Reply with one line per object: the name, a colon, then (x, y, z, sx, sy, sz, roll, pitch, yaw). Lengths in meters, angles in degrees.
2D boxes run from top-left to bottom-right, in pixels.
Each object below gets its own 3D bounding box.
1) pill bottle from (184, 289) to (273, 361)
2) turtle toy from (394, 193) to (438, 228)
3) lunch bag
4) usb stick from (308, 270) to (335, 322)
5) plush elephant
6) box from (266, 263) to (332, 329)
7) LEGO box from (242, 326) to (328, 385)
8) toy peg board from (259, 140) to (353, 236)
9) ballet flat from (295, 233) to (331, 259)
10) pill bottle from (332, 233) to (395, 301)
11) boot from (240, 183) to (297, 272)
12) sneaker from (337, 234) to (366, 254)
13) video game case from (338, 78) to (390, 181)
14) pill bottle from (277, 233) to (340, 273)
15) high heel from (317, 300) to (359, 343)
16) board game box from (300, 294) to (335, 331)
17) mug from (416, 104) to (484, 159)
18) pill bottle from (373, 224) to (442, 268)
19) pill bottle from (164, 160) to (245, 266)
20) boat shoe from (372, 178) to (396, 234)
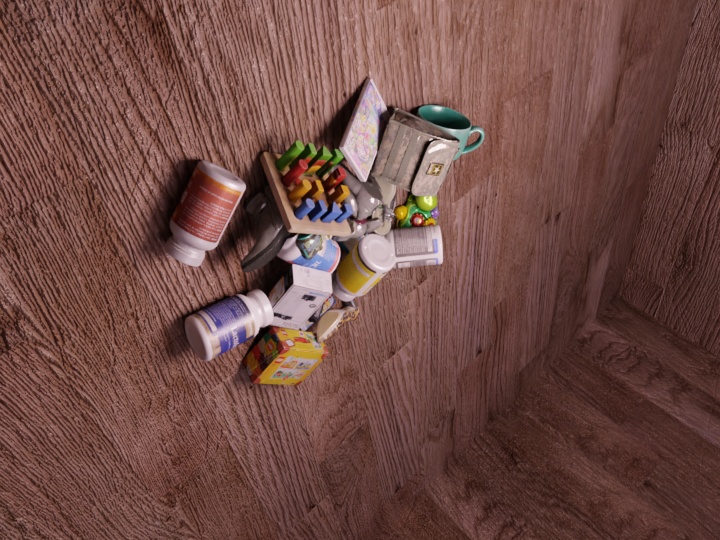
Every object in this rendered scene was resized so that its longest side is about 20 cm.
pill bottle: (-0.319, 0.128, 1.576, 0.198, 0.115, 0.118, -27, 138, -33)
turtle toy: (0.179, -0.165, 1.927, 0.144, 0.101, 0.203, -28, 138, -32)
lunch bag: (0.144, -0.295, 1.662, 0.118, 0.196, 0.166, -71, -177, -58)
usb stick: (-0.099, 0.044, 1.735, 0.056, 0.032, 0.204, 116, -7, -70)
plush elephant: (-0.013, -0.156, 1.671, 0.155, 0.201, 0.163, -48, 157, 27)
box: (-0.167, 0.072, 1.651, 0.115, 0.061, 0.200, 14, 141, -30)
LEGO box: (-0.209, 0.244, 1.809, 0.149, 0.078, 0.199, -47, 148, 18)
toy peg board: (-0.100, -0.194, 1.467, 0.097, 0.202, 0.198, -36, 157, 35)
ballet flat: (-0.100, -0.090, 1.534, 0.201, 0.073, 0.075, -56, 159, -52)
pill bottle: (0.000, 0.000, 1.731, 0.110, 0.113, 0.200, -15, 159, -41)
boot: (-0.227, -0.102, 1.488, 0.200, 0.131, 0.068, -43, 169, -3)
sneaker: (0.003, -0.064, 1.830, 0.081, 0.076, 0.200, -51, 147, -7)
video game case: (0.014, -0.344, 1.584, 0.143, 0.018, 0.203, 49, 56, -55)
pill bottle: (-0.149, -0.065, 1.608, 0.199, 0.112, 0.113, 32, 94, -46)
high heel: (-0.062, 0.166, 1.918, 0.202, 0.070, 0.144, -60, 147, -32)
board game box: (-0.149, 0.067, 1.796, 0.135, 0.034, 0.202, -42, 144, -17)
mug: (0.228, -0.357, 1.749, 0.152, 0.183, 0.116, -39, 152, -49)
pill bottle: (0.135, -0.067, 1.860, 0.195, 0.115, 0.115, -5, 136, 3)
pill bottle: (-0.332, -0.117, 1.353, 0.111, 0.112, 0.203, 16, 106, -54)
boat shoe: (0.065, -0.206, 1.807, 0.068, 0.070, 0.204, -68, 164, -60)
